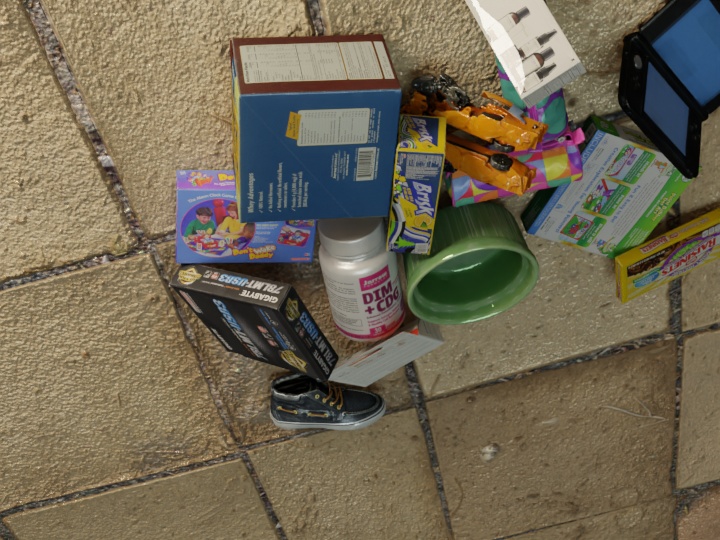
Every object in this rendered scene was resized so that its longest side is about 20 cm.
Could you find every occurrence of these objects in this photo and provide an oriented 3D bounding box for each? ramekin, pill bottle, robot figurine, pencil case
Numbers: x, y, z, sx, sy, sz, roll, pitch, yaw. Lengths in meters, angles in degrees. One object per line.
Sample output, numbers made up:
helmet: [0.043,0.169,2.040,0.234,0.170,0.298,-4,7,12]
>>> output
ramekin: [0.156,-0.013,1.528,0.198,0.098,0.201,-9,146,-6]
pill bottle: [0.000,0.000,1.518,0.112,0.114,0.201,-13,133,0]
robot figurine: [0.143,-0.182,1.368,0.199,0.058,0.146,27,132,21]
pencil case: [0.214,-0.149,1.444,0.198,0.089,0.089,-14,133,6]
pencil case: [0.217,-0.259,1.346,0.084,0.093,0.201,-6,136,18]

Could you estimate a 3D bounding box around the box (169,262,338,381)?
box: [-0.153,0.074,1.507,0.197,0.050,0.200,11,150,29]

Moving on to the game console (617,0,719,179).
game console: [0.451,-0.254,1.393,0.116,0.177,0.200,-16,140,43]

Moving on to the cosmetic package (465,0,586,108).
cosmetic package: [0.185,-0.303,1.234,0.082,0.201,0.051,-31,164,14]

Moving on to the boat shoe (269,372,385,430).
boat shoe: [-0.054,0.217,1.728,0.198,0.071,0.091,-4,136,-6]

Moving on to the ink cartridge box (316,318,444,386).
ink cartridge box: [0.029,0.123,1.620,0.162,0.057,0.200,-30,157,15]

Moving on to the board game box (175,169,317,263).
board game box: [-0.162,-0.075,1.463,0.198,0.045,0.135,0,132,-12]

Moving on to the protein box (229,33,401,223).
protein box: [-0.064,-0.182,1.328,0.198,0.135,0.200,-3,132,-9]

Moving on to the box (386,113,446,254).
box: [0.073,-0.111,1.377,0.064,0.070,0.201,5,141,0]

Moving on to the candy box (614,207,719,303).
candy box: [0.496,-0.024,1.632,0.199,0.026,0.103,-25,142,-5]

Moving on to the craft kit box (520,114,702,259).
craft kit box: [0.373,-0.117,1.543,0.196,0.049,0.201,17,126,-22]
